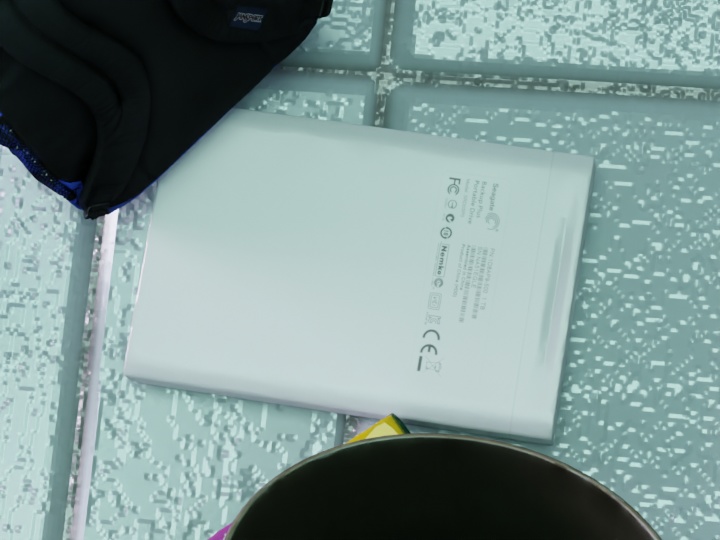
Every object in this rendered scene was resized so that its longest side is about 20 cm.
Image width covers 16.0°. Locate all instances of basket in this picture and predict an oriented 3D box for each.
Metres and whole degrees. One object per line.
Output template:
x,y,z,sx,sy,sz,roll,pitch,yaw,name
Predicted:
0.047,0.180,0.970,0.180,0.201,0.136,19,54,28,basket

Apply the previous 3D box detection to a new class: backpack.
-0.144,-0.146,1.130,0.163,0.200,0.168,-48,58,-5,backpack

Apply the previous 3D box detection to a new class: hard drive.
0.000,0.000,1.175,0.199,0.027,0.133,8,79,9,hard drive

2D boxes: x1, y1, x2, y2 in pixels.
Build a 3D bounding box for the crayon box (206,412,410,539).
-0.017,0.191,1.121,0.199,0.058,0.173,-34,77,0,crayon box
